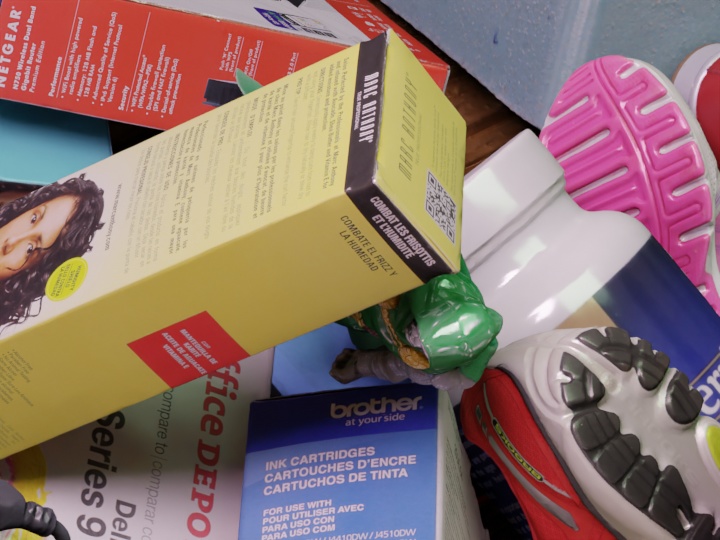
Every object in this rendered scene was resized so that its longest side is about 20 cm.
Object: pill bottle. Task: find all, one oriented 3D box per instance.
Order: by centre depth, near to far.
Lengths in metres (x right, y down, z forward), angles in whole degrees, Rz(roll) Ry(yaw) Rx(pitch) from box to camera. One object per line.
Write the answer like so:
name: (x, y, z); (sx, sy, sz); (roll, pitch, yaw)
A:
pill bottle: (0.092, 0.050, 0.999); (0.200, 0.116, 0.116); (50, 45, -1)

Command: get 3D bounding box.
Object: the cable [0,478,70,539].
cable: (-0.195, 0.124, 0.807); (0.199, 0.164, 0.051); (18, 1, -21)

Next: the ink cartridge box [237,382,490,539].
ink cartridge box: (0.006, 0.133, 0.888); (0.076, 0.137, 0.201); (-5, 46, 11)

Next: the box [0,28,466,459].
box: (-0.063, -0.003, 0.822); (0.050, 0.199, 0.075); (50, 29, -35)

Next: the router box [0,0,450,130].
router box: (-0.077, -0.101, 1.061); (0.179, 0.049, 0.200); (10, 15, -19)

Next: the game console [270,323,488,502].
game console: (-0.001, 0.017, 1.075); (0.177, 0.031, 0.200); (-23, 65, -39)

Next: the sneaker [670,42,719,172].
sneaker: (0.220, -0.012, 1.108); (0.071, 0.112, 0.200); (-48, 118, -13)

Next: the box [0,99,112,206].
box: (-0.200, -0.032, 0.980); (0.199, 0.082, 0.049); (5, 50, -22)

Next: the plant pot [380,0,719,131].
plant pot: (0.136, -0.194, 1.173); (0.195, 0.201, 0.196); (-4, 30, -31)

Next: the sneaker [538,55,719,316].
sneaker: (0.133, 0.004, 1.095); (0.088, 0.081, 0.201); (-31, 105, -65)

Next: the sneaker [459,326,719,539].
sneaker: (0.108, 0.101, 0.916); (0.200, 0.085, 0.077); (55, 52, -16)

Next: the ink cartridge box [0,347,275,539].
ink cartridge box: (-0.138, 0.064, 0.922); (0.199, 0.088, 0.146); (19, 44, -13)

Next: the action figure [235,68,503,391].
action figure: (0.000, 0.000, 0.880); (0.055, 0.200, 0.118); (-32, 109, -12)
